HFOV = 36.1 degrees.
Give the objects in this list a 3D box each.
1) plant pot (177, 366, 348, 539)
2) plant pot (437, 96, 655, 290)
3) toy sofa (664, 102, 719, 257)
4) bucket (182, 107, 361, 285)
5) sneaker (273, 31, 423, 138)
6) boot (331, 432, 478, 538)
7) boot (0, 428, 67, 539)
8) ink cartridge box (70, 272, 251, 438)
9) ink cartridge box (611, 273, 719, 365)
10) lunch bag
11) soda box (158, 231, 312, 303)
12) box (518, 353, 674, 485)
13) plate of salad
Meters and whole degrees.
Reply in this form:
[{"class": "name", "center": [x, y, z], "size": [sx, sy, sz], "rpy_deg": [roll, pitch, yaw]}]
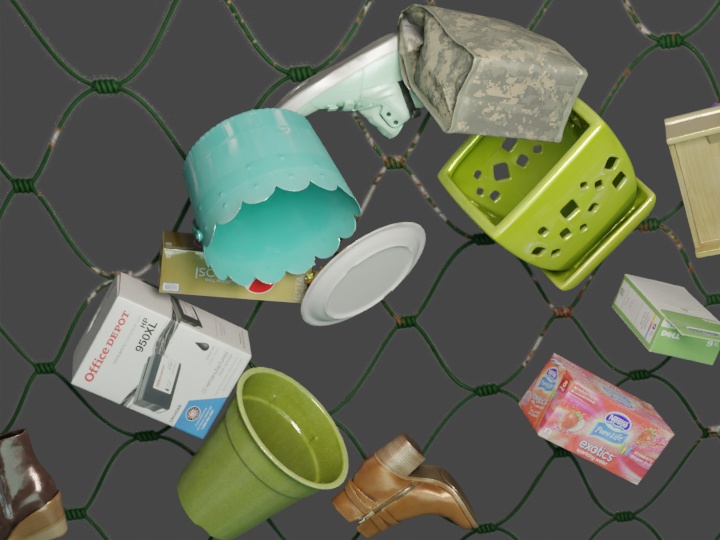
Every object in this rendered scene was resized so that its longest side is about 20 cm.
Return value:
[{"class": "plant pot", "center": [-0.153, 0.271, 1.532], "size": [0.200, 0.201, 0.190], "rpy_deg": [38, 113, -23]}, {"class": "plant pot", "center": [0.251, -0.106, 1.437], "size": [0.199, 0.200, 0.181], "rpy_deg": [-46, 122, 9]}, {"class": "toy sofa", "center": [0.488, -0.128, 1.546], "size": [0.082, 0.098, 0.201], "rpy_deg": [-13, 117, 21]}, {"class": "bucket", "center": [-0.116, -0.091, 1.360], "size": [0.206, 0.135, 0.208], "rpy_deg": [-19, 152, -11]}, {"class": "sneaker", "center": [-0.009, -0.205, 1.405], "size": [0.199, 0.074, 0.119], "rpy_deg": [-28, 109, -1]}, {"class": "boot", "center": [0.068, 0.356, 1.656], "size": [0.155, 0.077, 0.200], "rpy_deg": [-43, 111, 6]}, {"class": "boot", "center": [-0.523, 0.323, 1.544], "size": [0.199, 0.072, 0.167], "rpy_deg": [-22, 103, 0]}, {"class": "ink cartridge box", "center": [-0.268, 0.116, 1.485], "size": [0.199, 0.084, 0.145], "rpy_deg": [26, 105, -20]}, {"class": "ink cartridge box", "center": [0.441, 0.078, 1.547], "size": [0.103, 0.200, 0.060], "rpy_deg": [13, 110, -15]}, {"class": "lunch bag", "center": [0.147, -0.249, 1.344], "size": [0.163, 0.200, 0.118], "rpy_deg": [2, 126, -26]}, {"class": "soda box", "center": [-0.166, -0.004, 1.464], "size": [0.198, 0.068, 0.064], "rpy_deg": [5, 111, -13]}, {"class": "box", "center": [0.352, 0.221, 1.648], "size": [0.199, 0.095, 0.103], "rpy_deg": [29, 104, -21]}, {"class": "plate of salad", "center": [0.000, 0.000, 1.471], "size": [0.199, 0.048, 0.201], "rpy_deg": [-30, 154, -16]}]
